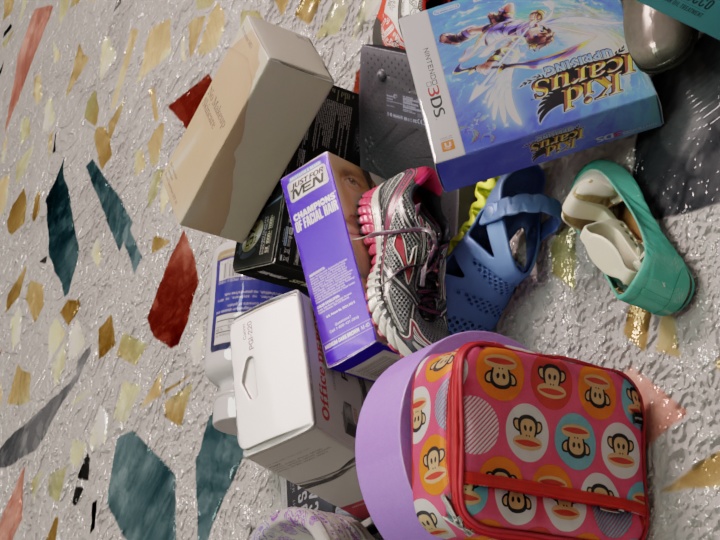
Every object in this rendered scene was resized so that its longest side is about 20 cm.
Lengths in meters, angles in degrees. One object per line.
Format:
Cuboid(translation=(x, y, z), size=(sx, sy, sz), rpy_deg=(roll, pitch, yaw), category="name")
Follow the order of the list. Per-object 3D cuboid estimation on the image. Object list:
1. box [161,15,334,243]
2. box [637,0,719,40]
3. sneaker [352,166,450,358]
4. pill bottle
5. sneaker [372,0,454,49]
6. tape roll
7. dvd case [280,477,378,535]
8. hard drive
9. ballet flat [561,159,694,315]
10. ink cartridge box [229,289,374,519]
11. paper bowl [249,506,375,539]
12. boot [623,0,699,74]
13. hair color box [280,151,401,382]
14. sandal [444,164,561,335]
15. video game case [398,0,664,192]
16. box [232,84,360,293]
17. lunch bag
Cuboid(translation=(-0.114, -0.138, 1.589), size=(0.201, 0.077, 0.095), rpy_deg=(-59, 34, 24), category="box")
Cuboid(translation=(0.240, -0.245, 1.256), size=(0.049, 0.199, 0.083), rpy_deg=(-45, 41, 36), category="box")
Cuboid(translation=(0.048, -0.003, 1.436), size=(0.074, 0.080, 0.201), rpy_deg=(-31, 56, 31), category="sneaker")
Cuboid(translation=(-0.111, 0.076, 1.766), size=(0.119, 0.119, 0.202), rpy_deg=(-24, 57, 52), category="pill bottle")
Cuboid(translation=(0.068, -0.328, 1.710), size=(0.108, 0.067, 0.203), rpy_deg=(-12, 70, 55), category="sneaker")
Cuboid(translation=(0.094, 0.154, 1.314), size=(0.066, 0.199, 0.202), rpy_deg=(-30, 52, 49), category="tape roll")
Cuboid(translation=(-0.021, 0.214, 1.650), size=(0.200, 0.025, 0.151), rpy_deg=(-38, 46, 44), category="dvd case")
Cuboid(translation=(0.057, -0.116, 1.561), size=(0.134, 0.042, 0.202), rpy_deg=(19, 119, 42), category="hard drive")
Cuboid(translation=(0.209, -0.039, 1.342), size=(0.068, 0.070, 0.201), rpy_deg=(-59, 34, 25), category="ballet flat")
Cuboid(translation=(-0.029, 0.128, 1.501), size=(0.084, 0.200, 0.147), rpy_deg=(-25, 54, 25), category="ink cartridge box")
Cuboid(translation=(-0.039, 0.334, 1.544), size=(0.200, 0.104, 0.202), rpy_deg=(-28, 55, 51), category="paper bowl")
Cuboid(translation=(0.222, -0.270, 1.338), size=(0.067, 0.130, 0.201), rpy_deg=(-20, 51, 32), category="boot")
Cuboid(translation=(0.000, 0.000, 1.500), size=(0.065, 0.109, 0.201), rpy_deg=(-30, 61, 26), category="hair color box")
Cuboid(translation=(0.123, -0.011, 1.467), size=(0.087, 0.079, 0.201), rpy_deg=(37, 110, 54), category="sandal")
Cuboid(translation=(0.146, -0.177, 1.417), size=(0.198, 0.046, 0.182), rpy_deg=(-17, 53, 7), category="video game case")
Cuboid(translation=(-0.030, -0.080, 1.661), size=(0.086, 0.163, 0.202), rpy_deg=(-11, 68, 56), category="box")
Cuboid(translation=(0.132, 0.155, 1.253), size=(0.082, 0.199, 0.178), rpy_deg=(-24, 58, 53), category="lunch bag")
